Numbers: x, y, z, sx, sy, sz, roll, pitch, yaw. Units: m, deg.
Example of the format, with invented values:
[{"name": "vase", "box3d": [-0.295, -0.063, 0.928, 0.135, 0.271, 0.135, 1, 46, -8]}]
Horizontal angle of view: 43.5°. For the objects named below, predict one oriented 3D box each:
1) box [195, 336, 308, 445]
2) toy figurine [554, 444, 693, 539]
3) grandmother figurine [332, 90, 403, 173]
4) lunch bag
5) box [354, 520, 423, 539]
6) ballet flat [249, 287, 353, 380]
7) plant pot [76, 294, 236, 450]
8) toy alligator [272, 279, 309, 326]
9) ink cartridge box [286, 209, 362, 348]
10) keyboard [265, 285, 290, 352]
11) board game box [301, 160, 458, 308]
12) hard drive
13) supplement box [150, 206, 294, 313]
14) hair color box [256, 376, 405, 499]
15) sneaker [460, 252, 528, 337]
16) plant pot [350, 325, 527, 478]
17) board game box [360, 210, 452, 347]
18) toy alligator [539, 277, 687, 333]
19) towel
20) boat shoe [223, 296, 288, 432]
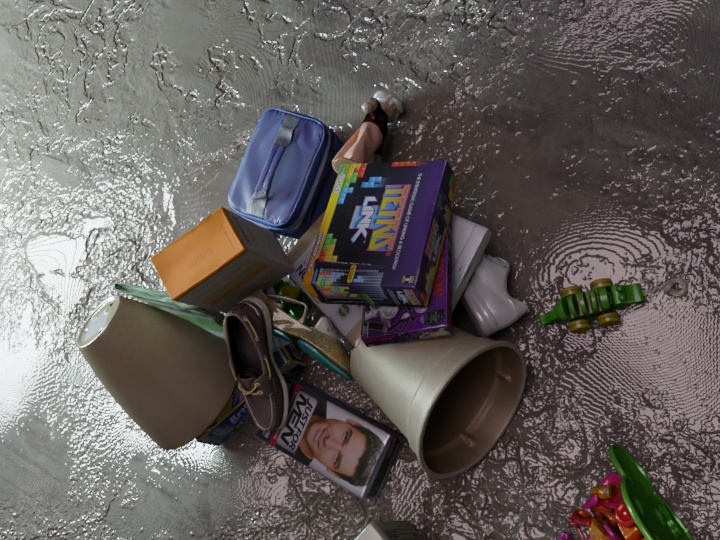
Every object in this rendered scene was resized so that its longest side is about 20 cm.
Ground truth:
[{"name": "box", "box3d": [-0.181, 0.181, 1.396, 0.200, 0.064, 0.070, -41, 63, 10]}, {"name": "toy figurine", "box3d": [0.291, 0.345, 1.101, 0.184, 0.150, 0.201, -43, 40, 20]}, {"name": "grandmother figurine", "box3d": [0.014, -0.206, 1.361, 0.060, 0.122, 0.201, 17, 48, 10]}, {"name": "lunch bag", "box3d": [-0.116, -0.144, 1.411, 0.135, 0.132, 0.202, 18, 84, 28]}, {"name": "box", "box3d": [0.064, 0.438, 1.172, 0.109, 0.128, 0.200, -48, 61, 8]}, {"name": "ballet flat", "box3d": [-0.081, 0.085, 1.305, 0.199, 0.071, 0.071, 28, 89, 14]}, {"name": "plant pot", "box3d": [-0.313, 0.133, 1.334, 0.187, 0.200, 0.188, -33, 32, 24]}, {"name": "toy alligator", "box3d": [-0.143, 0.028, 1.420, 0.199, 0.054, 0.060, 33, 127, 26]}, {"name": "ink cartridge box", "box3d": [0.000, 0.000, 1.350, 0.165, 0.075, 0.200, -48, 63, 6]}, {"name": "keyboard", "box3d": [-0.161, 0.029, 1.372, 0.056, 0.011, 0.202, -30, 72, 17]}, {"name": "board game box", "box3d": [0.028, -0.051, 1.202, 0.164, 0.057, 0.202, 0, 57, 28]}, {"name": "hard drive", "box3d": [0.068, -0.034, 1.269, 0.199, 0.027, 0.133, 26, 85, 29]}, {"name": "supplement box", "box3d": [-0.190, -0.009, 1.278, 0.125, 0.200, 0.074, -34, 75, 8]}, {"name": "hair color box", "box3d": [-0.045, 0.242, 1.316, 0.199, 0.061, 0.100, 24, 88, 28]}, {"name": "sneaker", "box3d": [0.168, -0.003, 1.282, 0.088, 0.075, 0.201, -24, 62, -4]}, {"name": "plant pot", "box3d": [0.091, 0.143, 1.218, 0.183, 0.200, 0.202, 34, 92, 40]}, {"name": "board game box", "box3d": [0.063, 0.001, 1.202, 0.119, 0.032, 0.202, -8, 55, 17]}, {"name": "toy alligator", "box3d": [0.328, 0.038, 1.191, 0.198, 0.054, 0.060, -16, 71, 21]}, {"name": "towel", "box3d": [-0.263, 0.069, 1.387, 0.151, 0.200, 0.024, 10, 75, 27]}, {"name": "boat shoe", "box3d": [-0.152, 0.142, 1.282, 0.071, 0.059, 0.202, 0, 106, 27]}]
